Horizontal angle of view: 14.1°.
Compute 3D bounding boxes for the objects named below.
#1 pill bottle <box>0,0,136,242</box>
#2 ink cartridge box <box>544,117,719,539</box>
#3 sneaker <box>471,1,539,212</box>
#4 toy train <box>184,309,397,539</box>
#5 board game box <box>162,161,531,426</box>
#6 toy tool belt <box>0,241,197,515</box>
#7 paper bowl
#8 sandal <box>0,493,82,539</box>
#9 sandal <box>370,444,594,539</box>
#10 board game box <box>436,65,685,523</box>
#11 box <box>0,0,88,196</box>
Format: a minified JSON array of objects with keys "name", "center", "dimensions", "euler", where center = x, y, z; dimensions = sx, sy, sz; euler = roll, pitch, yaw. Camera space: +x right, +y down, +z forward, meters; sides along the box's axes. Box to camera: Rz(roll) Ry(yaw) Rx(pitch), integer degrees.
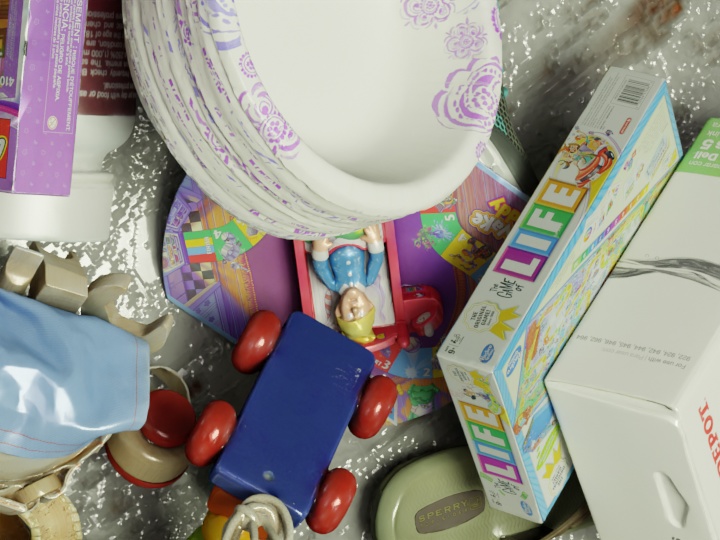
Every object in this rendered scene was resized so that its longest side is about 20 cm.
[{"name":"pill bottle","center":[-0.162,-0.118,1.405],"dimensions":[0.113,0.114,0.202],"euler":[3,94,-24]},{"name":"ink cartridge box","center":[0.190,0.042,1.535],"dimensions":[0.200,0.084,0.146],"euler":[-54,140,-31]},{"name":"sneaker","center":[0.049,-0.109,1.525],"dimensions":[0.091,0.077,0.200],"euler":[-46,115,-21]},{"name":"toy train","center":[-0.060,0.123,1.430],"dimensions":[0.084,0.116,0.200],"euler":[28,43,-3]},{"name":"board game box","center":[0.000,0.000,1.489],"dimensions":[0.199,0.039,0.158],"euler":[34,109,-20]},{"name":"toy tool belt","center":[-0.154,0.050,1.403],"dimensions":[0.199,0.123,0.126],"euler":[11,54,-24]},{"name":"paper bowl","center":[-0.032,-0.115,1.383],"dimensions":[0.200,0.104,0.202],"euler":[15,68,-42]},{"name":"sandal","center":[-0.167,0.132,1.468],"dimensions":[0.211,0.078,0.070],"euler":[14,58,-31]},{"name":"sandal","center":[0.100,0.116,1.573],"dimensions":[0.200,0.057,0.080],"euler":[-23,105,-25]},{"name":"board game box","center":[0.113,0.012,1.517],"dimensions":[0.201,0.034,0.135],"euler":[-57,147,-28]},{"name":"box","center":[-0.208,-0.112,1.343],"dimensions":[0.039,0.199,0.138],"euler":[2,95,-49]}]
